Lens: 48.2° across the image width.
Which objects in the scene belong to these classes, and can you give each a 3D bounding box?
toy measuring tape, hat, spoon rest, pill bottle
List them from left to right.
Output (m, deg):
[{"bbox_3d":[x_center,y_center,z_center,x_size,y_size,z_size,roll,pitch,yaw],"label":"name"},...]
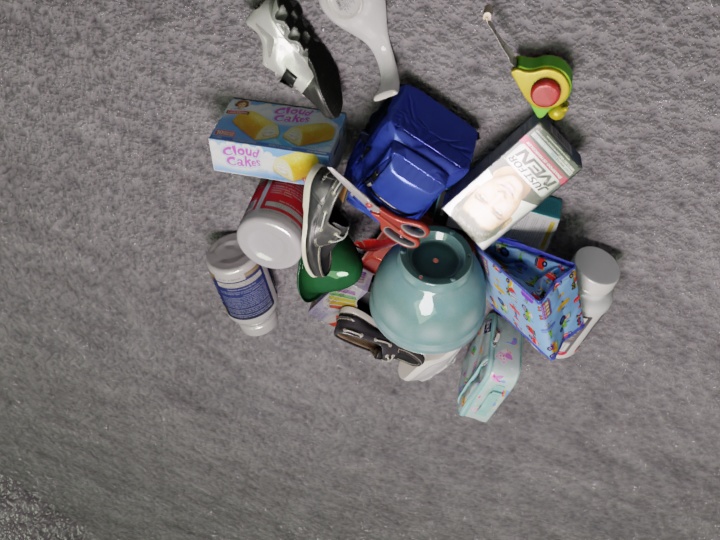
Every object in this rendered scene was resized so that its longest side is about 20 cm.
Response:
[{"bbox_3d":[-0.225,0.033,1.587,0.109,0.112,0.202,3,136,17],"label":"pill bottle"},{"bbox_3d":[-0.122,-0.110,1.327,0.110,0.202,0.113,11,139,9],"label":"pill bottle"},{"bbox_3d":[0.000,0.000,1.389,0.174,0.168,0.200,18,-177,19],"label":"hat"},{"bbox_3d":[0.004,-0.347,1.147,0.098,0.061,0.202,-11,117,28],"label":"spoon rest"},{"bbox_3d":[0.241,-0.288,1.104,0.073,0.074,0.200,-17,128,33],"label":"toy measuring tape"},{"bbox_3d":[0.368,0.054,1.394,0.109,0.112,0.201,19,139,-1],"label":"pill bottle"}]

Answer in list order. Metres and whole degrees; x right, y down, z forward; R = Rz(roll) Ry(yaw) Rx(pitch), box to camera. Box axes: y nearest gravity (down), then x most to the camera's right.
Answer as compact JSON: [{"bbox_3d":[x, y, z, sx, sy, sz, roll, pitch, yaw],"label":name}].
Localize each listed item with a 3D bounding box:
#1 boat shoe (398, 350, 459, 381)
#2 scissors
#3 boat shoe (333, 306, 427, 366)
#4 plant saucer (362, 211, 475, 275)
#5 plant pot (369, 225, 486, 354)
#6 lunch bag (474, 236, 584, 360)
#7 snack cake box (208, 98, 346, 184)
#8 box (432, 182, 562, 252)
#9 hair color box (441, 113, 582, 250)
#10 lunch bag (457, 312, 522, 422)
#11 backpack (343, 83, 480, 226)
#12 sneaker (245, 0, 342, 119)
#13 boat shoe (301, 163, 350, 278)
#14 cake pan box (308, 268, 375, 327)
[{"bbox_3d":[0.156,0.175,1.640,0.068,0.073,0.200,14,137,-30],"label":"boat shoe"},{"bbox_3d":[0.017,-0.089,1.187,0.198,0.014,0.073,29,152,-23],"label":"scissors"},{"bbox_3d":[0.038,0.142,1.549,0.199,0.061,0.074,32,148,-17],"label":"boat shoe"},{"bbox_3d":[0.122,-0.028,1.447,0.198,0.037,0.200,27,140,-9],"label":"plant saucer"},{"bbox_3d":[0.116,0.014,1.305,0.197,0.202,0.135,13,143,6],"label":"plant pot"},{"bbox_3d":[0.256,0.029,1.323,0.199,0.094,0.152,33,156,41],"label":"lunch bag"},{"bbox_3d":[-0.129,-0.206,1.292,0.197,0.116,0.068,9,138,9],"label":"snack cake box"},{"bbox_3d":[0.223,-0.098,1.328,0.197,0.050,0.083,16,139,3],"label":"box"},{"bbox_3d":[0.229,-0.135,1.231,0.099,0.061,0.200,42,119,-12],"label":"hair color box"},{"bbox_3d":[0.246,0.189,1.546,0.076,0.162,0.201,18,140,0],"label":"lunch bag"},{"bbox_3d":[0.055,-0.155,1.244,0.162,0.169,0.200,35,143,-11],"label":"backpack"},{"bbox_3d":[-0.098,-0.310,1.205,0.088,0.074,0.201,-15,119,32],"label":"sneaker"},{"bbox_3d":[-0.051,-0.065,1.250,0.067,0.072,0.202,18,130,15],"label":"boat shoe"},{"bbox_3d":[0.015,0.074,1.566,0.182,0.053,0.200,28,149,-15],"label":"cake pan box"}]
